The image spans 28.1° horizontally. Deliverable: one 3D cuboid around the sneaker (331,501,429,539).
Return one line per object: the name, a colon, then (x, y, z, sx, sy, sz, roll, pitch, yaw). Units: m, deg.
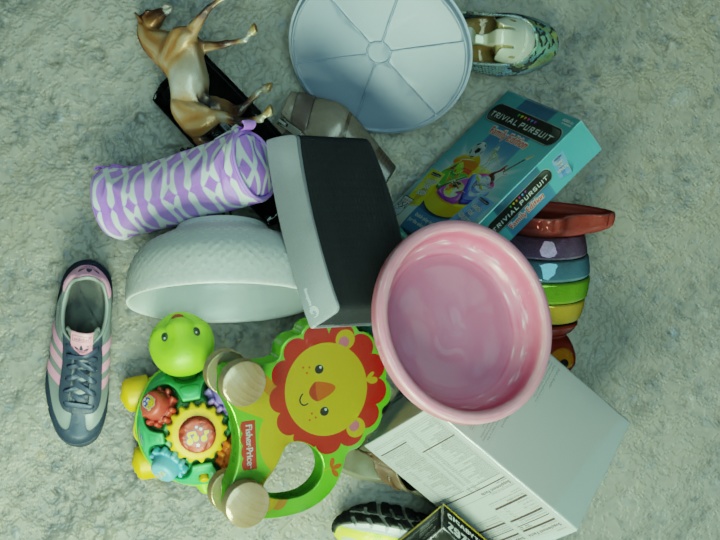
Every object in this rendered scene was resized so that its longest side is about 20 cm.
sneaker: (0.062, 0.315, 1.580, 0.199, 0.078, 0.091, 14, 99, -6)

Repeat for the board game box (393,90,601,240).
board game box: (0.137, -0.094, 1.540, 0.200, 0.151, 0.047, -45, 122, -5)

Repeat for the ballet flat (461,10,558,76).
ballet flat: (0.128, -0.252, 1.579, 0.199, 0.074, 0.075, 0, 92, -9)

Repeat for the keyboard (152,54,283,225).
keyboard: (-0.143, -0.133, 1.544, 0.104, 0.040, 0.200, -43, 79, 2)

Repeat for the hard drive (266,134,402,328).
hard drive: (-0.017, -0.044, 1.453, 0.134, 0.042, 0.201, -1, 71, -41)

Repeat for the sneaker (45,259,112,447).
sneaker: (-0.296, 0.089, 1.512, 0.070, 0.082, 0.201, 1, 91, -9)

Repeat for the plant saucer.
plant saucer: (0.094, 0.053, 1.415, 0.200, 0.051, 0.202, 7, 74, -27)

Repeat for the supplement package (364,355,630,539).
supplement package: (0.144, 0.174, 1.524, 0.200, 0.151, 0.152, 40, 55, -7)

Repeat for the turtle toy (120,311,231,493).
turtle toy: (-0.179, 0.141, 1.516, 0.145, 0.101, 0.201, -10, 98, -9)

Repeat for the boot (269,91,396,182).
boot: (-0.062, -0.087, 1.559, 0.146, 0.070, 0.200, 32, 92, 1)

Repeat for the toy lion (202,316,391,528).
toy lion: (-0.060, 0.149, 1.475, 0.191, 0.069, 0.201, -4, 100, -24)

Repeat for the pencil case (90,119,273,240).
pencil case: (-0.183, -0.091, 1.484, 0.199, 0.084, 0.086, -15, 95, 24)

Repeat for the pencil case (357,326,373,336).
pencil case: (0.003, 0.089, 1.556, 0.200, 0.085, 0.092, -41, 53, -5)

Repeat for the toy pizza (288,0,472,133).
toy pizza: (0.022, -0.239, 1.536, 0.199, 0.032, 0.201, 6, 126, 9)

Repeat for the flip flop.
flip flop: (0.054, 0.215, 1.583, 0.199, 0.058, 0.081, 28, 87, -9)

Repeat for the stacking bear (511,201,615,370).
stacking bear: (0.200, 0.031, 1.578, 0.121, 0.114, 0.201, -7, 104, -35)

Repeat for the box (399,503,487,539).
box: (0.074, 0.365, 1.545, 0.160, 0.049, 0.200, 41, 111, -14)

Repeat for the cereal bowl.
cereal bowl: (-0.142, -0.005, 1.483, 0.199, 0.200, 0.084, 1, 75, -9)

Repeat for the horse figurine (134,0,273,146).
horse figurine: (-0.160, -0.199, 1.506, 0.132, 0.050, 0.201, -18, 87, 18)
